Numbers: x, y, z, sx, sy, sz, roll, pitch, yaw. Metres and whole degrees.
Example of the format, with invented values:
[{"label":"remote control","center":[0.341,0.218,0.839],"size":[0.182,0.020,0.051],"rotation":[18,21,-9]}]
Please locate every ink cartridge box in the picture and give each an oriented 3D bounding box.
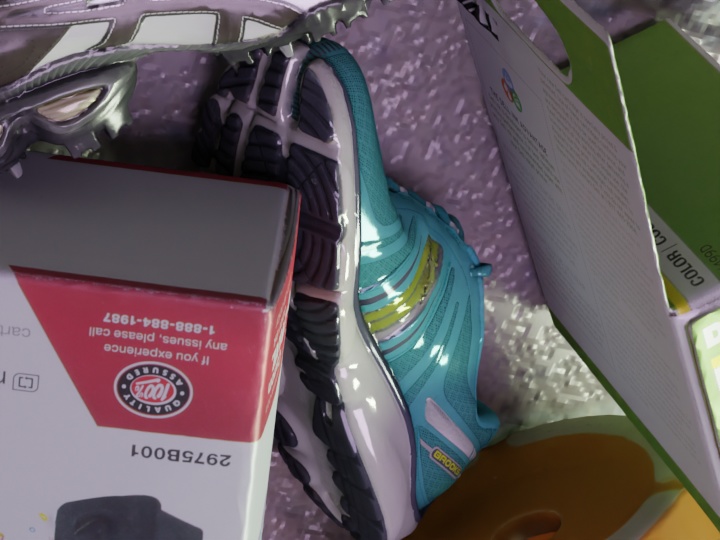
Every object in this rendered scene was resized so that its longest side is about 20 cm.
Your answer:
[{"label":"ink cartridge box","center":[0.099,-0.036,0.941],"size":[0.076,0.148,0.200],"rotation":[-25,126,-9]},{"label":"ink cartridge box","center":[-0.102,0.069,0.928],"size":[0.145,0.083,0.200],"rotation":[7,119,0]}]

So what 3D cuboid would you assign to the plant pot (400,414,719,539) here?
[{"label":"plant pot","center":[0.087,0.160,1.045],"size":[0.200,0.200,0.183],"rotation":[-27,111,-7]}]

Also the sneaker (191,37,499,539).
[{"label":"sneaker","center":[0.000,0.000,0.981],"size":[0.080,0.077,0.200],"rotation":[-36,135,-25]}]

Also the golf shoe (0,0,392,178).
[{"label":"golf shoe","center":[-0.056,-0.106,0.875],"size":[0.200,0.078,0.095],"rotation":[-29,126,-7]}]
